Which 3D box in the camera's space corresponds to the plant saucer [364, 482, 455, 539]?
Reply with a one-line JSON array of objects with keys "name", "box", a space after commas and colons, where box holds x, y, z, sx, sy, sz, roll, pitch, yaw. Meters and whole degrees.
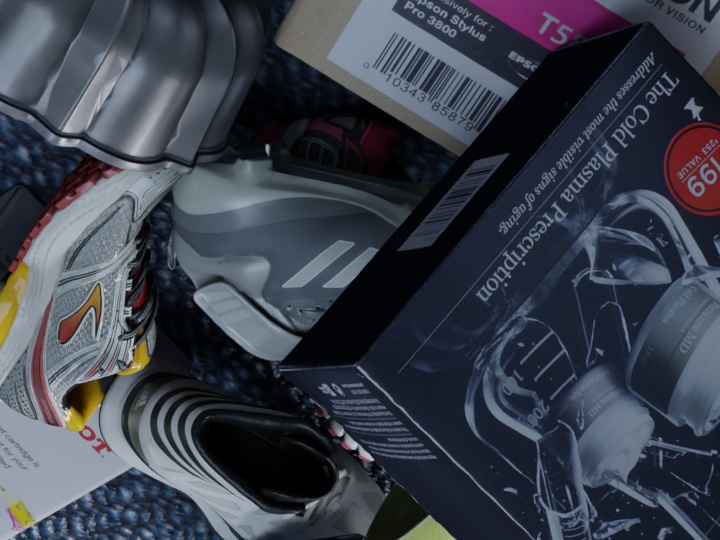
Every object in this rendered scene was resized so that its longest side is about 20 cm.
[{"name": "plant saucer", "box": [0.079, 0.070, 1.313, 0.031, 0.200, 0.200, 42, 127, -4]}]

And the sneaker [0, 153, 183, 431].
[{"name": "sneaker", "box": [-0.124, 0.001, 1.322, 0.082, 0.078, 0.200, 33, 132, -2]}]

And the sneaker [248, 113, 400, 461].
[{"name": "sneaker", "box": [0.005, 0.014, 1.377, 0.074, 0.081, 0.201, -8, 122, 22]}]

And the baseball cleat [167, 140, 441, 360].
[{"name": "baseball cleat", "box": [0.000, 0.000, 1.297, 0.199, 0.070, 0.107, 19, 114, 24]}]

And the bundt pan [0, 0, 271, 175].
[{"name": "bundt pan", "box": [-0.125, -0.139, 1.241, 0.201, 0.202, 0.076, 34, 116, -7]}]

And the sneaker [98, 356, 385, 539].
[{"name": "sneaker", "box": [-0.036, 0.117, 1.411, 0.200, 0.076, 0.115, 32, 173, -39]}]

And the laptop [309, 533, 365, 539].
[{"name": "laptop", "box": [0.032, 0.204, 1.474, 0.199, 0.117, 0.187, 2, 170, -35]}]

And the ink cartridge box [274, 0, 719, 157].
[{"name": "ink cartridge box", "box": [0.085, -0.127, 1.249, 0.199, 0.075, 0.165, 30, 130, -4]}]

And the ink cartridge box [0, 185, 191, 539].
[{"name": "ink cartridge box", "box": [-0.213, 0.066, 1.486, 0.200, 0.084, 0.145, -31, 111, 34]}]

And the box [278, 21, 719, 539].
[{"name": "box", "box": [0.104, 0.031, 1.166, 0.182, 0.200, 0.104, 44, 164, -13]}]
